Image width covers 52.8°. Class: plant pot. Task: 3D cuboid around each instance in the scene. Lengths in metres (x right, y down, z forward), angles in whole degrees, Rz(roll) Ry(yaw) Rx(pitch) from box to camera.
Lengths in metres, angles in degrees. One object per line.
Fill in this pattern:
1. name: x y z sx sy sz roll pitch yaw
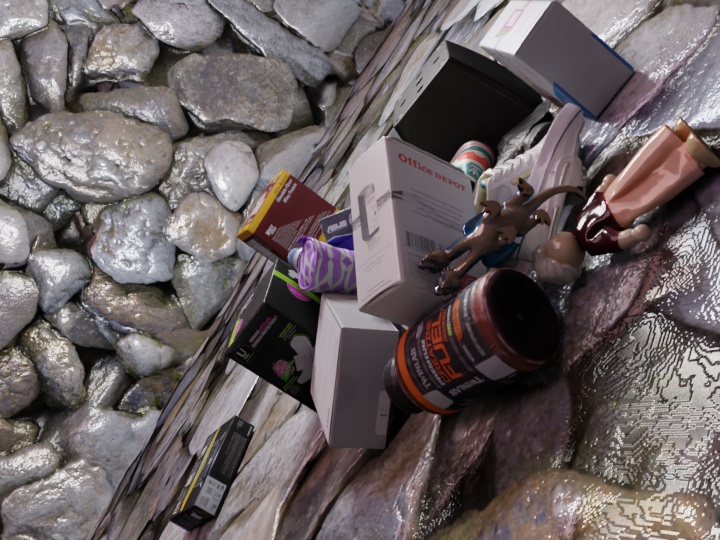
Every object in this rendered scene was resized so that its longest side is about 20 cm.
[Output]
1. plant pot: 0.160 -0.248 1.158 0.200 0.177 0.201 -48 15 24

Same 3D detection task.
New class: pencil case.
1. pencil case: 0.000 0.000 1.109 0.084 0.198 0.087 -36 53 51

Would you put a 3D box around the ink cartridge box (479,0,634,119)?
1. ink cartridge box: 0.261 -0.294 0.996 0.085 0.144 0.200 -52 15 15

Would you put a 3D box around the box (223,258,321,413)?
1. box: -0.097 0.108 1.174 0.125 0.199 0.149 -49 17 23

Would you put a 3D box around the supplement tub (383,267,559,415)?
1. supplement tub: 0.106 0.087 0.765 0.200 0.106 0.108 -41 20 45

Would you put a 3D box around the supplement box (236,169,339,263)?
1. supplement box: -0.195 -0.126 1.979 0.199 0.199 0.133 -60 16 -16

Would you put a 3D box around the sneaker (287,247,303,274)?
1. sneaker: -0.031 0.004 1.188 0.077 0.199 0.077 16 80 57

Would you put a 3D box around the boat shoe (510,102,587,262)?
1. boat shoe: 0.230 -0.097 0.841 0.202 0.065 0.074 -66 -18 -9

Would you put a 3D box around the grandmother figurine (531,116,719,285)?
1. grandmother figurine: 0.249 -0.060 0.714 0.200 0.060 0.122 -46 9 27

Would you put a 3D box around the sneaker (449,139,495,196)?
1. sneaker: 0.129 -0.095 1.077 0.201 0.070 0.094 -60 1 42

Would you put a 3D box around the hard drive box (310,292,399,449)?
1. hard drive box: -0.014 0.129 0.989 0.200 0.076 0.158 -131 47 -75

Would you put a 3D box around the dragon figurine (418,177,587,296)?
1. dragon figurine: 0.147 -0.043 0.770 0.199 0.059 0.099 -31 -9 -32

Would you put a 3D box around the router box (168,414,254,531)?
1. router box: -0.302 0.412 1.473 0.157 0.052 0.202 -40 22 48

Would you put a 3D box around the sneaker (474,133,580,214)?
1. sneaker: 0.201 -0.110 0.923 0.201 0.080 0.077 -54 13 5

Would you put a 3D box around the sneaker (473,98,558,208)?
1. sneaker: 0.218 -0.151 1.008 0.200 0.060 0.104 -50 16 6

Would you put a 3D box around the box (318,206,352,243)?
1. box: 0.033 -0.106 1.268 0.198 0.050 0.161 -21 7 8

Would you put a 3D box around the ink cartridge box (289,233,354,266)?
1. ink cartridge box: 0.001 -0.038 1.262 0.198 0.044 0.198 -16 -6 -29

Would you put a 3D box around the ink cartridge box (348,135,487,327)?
1. ink cartridge box: 0.067 -0.039 0.854 0.085 0.144 0.203 -34 48 42

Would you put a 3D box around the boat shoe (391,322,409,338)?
1. boat shoe: 0.068 0.061 0.970 0.201 0.074 0.063 -94 20 -65
